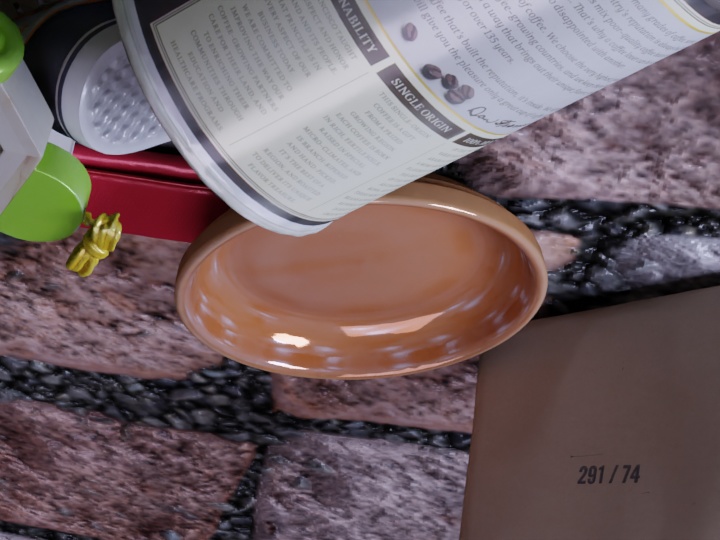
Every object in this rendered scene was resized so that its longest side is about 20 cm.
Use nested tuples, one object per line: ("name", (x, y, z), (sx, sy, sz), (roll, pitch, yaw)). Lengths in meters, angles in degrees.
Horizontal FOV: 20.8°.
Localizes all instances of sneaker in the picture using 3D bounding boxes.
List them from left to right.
("sneaker", (-0.070, -0.099, 0.862), (0.079, 0.079, 0.200), (27, -157, 36))

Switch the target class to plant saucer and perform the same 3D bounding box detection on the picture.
("plant saucer", (0.000, 0.000, 1.053), (0.199, 0.038, 0.200), (-2, 151, -1))

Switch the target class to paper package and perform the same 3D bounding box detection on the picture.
("paper package", (0.162, 0.116, 1.079), (0.199, 0.191, 0.103), (-12, 147, 32))

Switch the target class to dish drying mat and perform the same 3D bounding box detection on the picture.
("dish drying mat", (-0.119, -0.039, 1.062), (0.199, 0.018, 0.077), (7, 151, 2))

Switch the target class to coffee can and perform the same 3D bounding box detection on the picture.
("coffee can", (0.030, -0.117, 0.711), (0.200, 0.147, 0.146), (-25, 137, 27))

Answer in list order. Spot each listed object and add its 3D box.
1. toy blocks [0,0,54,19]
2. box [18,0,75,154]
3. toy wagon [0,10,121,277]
("toy blocks", (-0.144, -0.160, 0.767), (0.199, 0.100, 0.137), (-24, 145, -1))
("box", (-0.237, -0.083, 0.898), (0.199, 0.128, 0.109), (-10, 142, 25))
("toy wagon", (-0.186, -0.057, 0.778), (0.200, 0.040, 0.155), (25, 140, -20))
